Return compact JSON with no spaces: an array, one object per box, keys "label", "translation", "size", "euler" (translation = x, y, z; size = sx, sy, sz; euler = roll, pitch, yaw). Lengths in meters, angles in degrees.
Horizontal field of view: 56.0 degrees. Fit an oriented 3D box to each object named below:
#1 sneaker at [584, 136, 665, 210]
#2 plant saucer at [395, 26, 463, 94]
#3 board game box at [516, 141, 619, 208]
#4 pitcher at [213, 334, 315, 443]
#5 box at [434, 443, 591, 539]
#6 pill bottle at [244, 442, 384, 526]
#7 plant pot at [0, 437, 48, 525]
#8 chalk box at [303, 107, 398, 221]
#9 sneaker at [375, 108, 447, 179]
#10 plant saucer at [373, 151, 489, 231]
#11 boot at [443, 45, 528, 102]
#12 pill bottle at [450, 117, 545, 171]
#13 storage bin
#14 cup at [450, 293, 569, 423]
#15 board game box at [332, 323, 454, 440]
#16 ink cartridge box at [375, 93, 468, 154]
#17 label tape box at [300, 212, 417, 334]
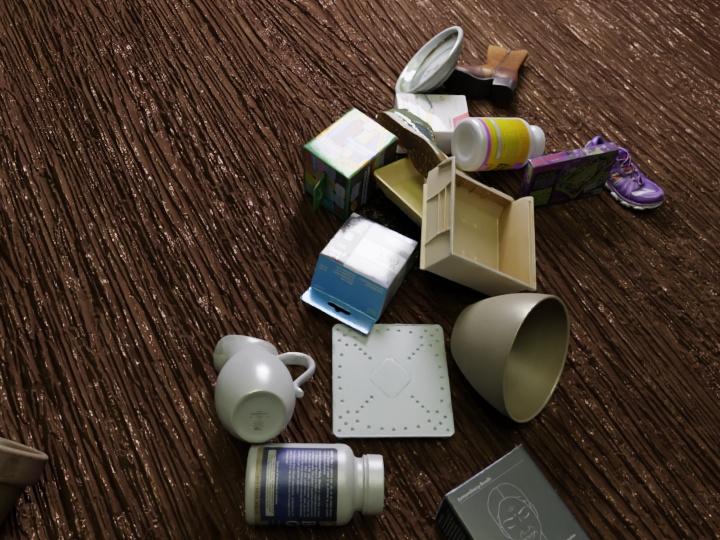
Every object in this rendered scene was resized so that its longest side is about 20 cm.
[{"label":"sneaker","translation":[0.548,-0.204,1.411],"size":[0.080,0.084,0.199],"euler":[-37,66,-26]},{"label":"plant saucer","translation":[0.164,-0.457,1.527],"size":[0.050,0.198,0.204],"euler":[40,52,-24]},{"label":"board game box","translation":[0.416,-0.188,1.366],"size":[0.194,0.122,0.033],"euler":[-13,55,-14]},{"label":"pitcher","translation":[-0.141,0.174,1.039],"size":[0.166,0.125,0.200],"euler":[-1,17,-14]},{"label":"box","translation":[0.221,0.383,0.953],"size":[0.145,0.108,0.202],"euler":[-24,60,-20]},{"label":"pill bottle","translation":[-0.065,0.309,0.978],"size":[0.193,0.112,0.114],"euler":[2,54,-3]},{"label":"plant pot","translation":[-0.549,0.308,0.909],"size":[0.194,0.201,0.180],"euler":[14,71,6]},{"label":"chalk box","translation":[-0.036,-0.198,1.332],"size":[0.123,0.126,0.199],"euler":[36,58,20]},{"label":"sneaker","translation":[0.125,-0.260,1.351],"size":[0.089,0.068,0.200],"euler":[-27,63,-39]},{"label":"plant saucer","translation":[0.146,-0.145,1.335],"size":[0.198,0.049,0.200],"euler":[-28,63,-38]},{"label":"boot","translation":[0.294,-0.490,1.605],"size":[0.183,0.070,0.203],"euler":[10,48,17]},{"label":"pill bottle","translation":[0.290,-0.262,1.402],"size":[0.195,0.105,0.106],"euler":[-7,53,-31]},{"label":"storage bin","translation":[0.212,-0.074,1.210],"size":[0.196,0.093,0.205],"euler":[19,63,-28]},{"label":"cup","translation":[0.231,0.125,1.105],"size":[0.141,0.204,0.200],"euler":[16,49,42]},{"label":"board game box","translation":[0.050,0.184,1.129],"size":[0.193,0.026,0.205],"euler":[1,55,-4]},{"label":"ink cartridge box","translation":[0.134,-0.318,1.466],"size":[0.193,0.068,0.119],"euler":[0,55,-5]},{"label":"label tape box","translation":[0.000,0.000,1.216],"size":[0.140,0.067,0.201],"euler":[25,46,13]}]
